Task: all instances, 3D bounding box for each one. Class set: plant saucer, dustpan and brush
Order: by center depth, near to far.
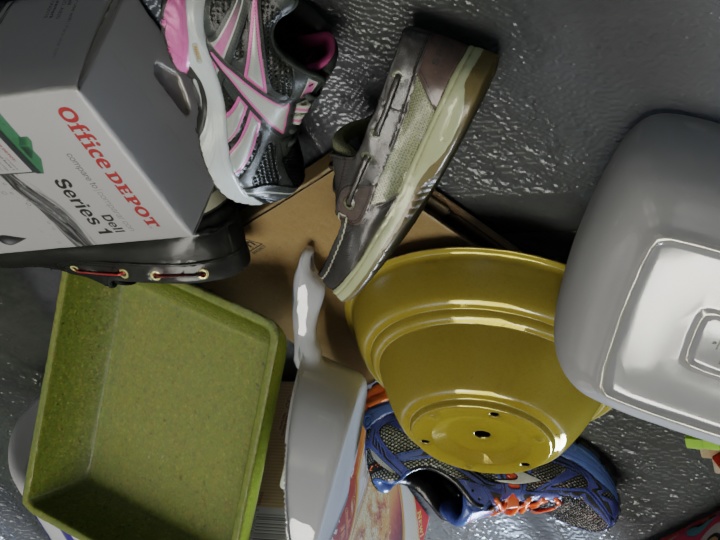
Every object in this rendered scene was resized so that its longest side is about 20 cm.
[{"bbox_3d":[-0.028,0.080,1.706,0.057,0.140,0.201,14,114,6],"label":"dustpan and brush"},{"bbox_3d":[-0.126,0.096,1.756,0.199,0.201,0.048,23,-162,38],"label":"plant saucer"}]

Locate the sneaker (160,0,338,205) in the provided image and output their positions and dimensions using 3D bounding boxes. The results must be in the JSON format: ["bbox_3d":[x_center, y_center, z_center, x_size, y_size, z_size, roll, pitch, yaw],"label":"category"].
[{"bbox_3d":[-0.052,-0.108,1.526,0.086,0.081,0.200,-3,148,12],"label":"sneaker"}]

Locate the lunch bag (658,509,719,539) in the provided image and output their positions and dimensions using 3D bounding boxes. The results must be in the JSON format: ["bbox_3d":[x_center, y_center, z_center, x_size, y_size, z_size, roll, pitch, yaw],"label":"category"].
[{"bbox_3d":[0.293,0.239,1.863,0.176,0.082,0.200,25,148,-17],"label":"lunch bag"}]

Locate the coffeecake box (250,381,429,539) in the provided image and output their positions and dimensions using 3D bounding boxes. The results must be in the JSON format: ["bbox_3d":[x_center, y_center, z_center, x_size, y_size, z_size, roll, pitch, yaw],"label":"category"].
[{"bbox_3d":[-0.032,0.192,1.862,0.073,0.154,0.200,0,148,24],"label":"coffeecake box"}]

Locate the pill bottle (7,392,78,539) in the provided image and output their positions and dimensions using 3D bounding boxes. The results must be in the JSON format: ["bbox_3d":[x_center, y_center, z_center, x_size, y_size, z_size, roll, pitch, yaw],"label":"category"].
[{"bbox_3d":[-0.170,0.175,1.950,0.119,0.120,0.200,4,144,20],"label":"pill bottle"}]

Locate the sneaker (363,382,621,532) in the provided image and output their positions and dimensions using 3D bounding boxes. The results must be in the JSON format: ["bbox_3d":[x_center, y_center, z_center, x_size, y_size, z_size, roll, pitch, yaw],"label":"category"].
[{"bbox_3d":[0.085,0.144,1.812,0.199,0.079,0.075,20,150,-15],"label":"sneaker"}]

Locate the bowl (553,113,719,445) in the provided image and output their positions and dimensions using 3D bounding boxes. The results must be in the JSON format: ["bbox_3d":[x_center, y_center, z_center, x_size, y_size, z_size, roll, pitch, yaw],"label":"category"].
[{"bbox_3d":[0.215,0.025,1.537,0.199,0.075,0.200,19,129,2],"label":"bowl"}]

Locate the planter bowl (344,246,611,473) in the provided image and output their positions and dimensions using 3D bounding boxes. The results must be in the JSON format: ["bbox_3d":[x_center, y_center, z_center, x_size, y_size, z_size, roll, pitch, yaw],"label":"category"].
[{"bbox_3d":[0.081,0.072,1.678,0.200,0.084,0.201,9,150,5],"label":"planter bowl"}]

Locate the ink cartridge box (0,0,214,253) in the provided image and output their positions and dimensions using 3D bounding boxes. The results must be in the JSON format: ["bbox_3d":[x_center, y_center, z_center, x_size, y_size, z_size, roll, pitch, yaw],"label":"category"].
[{"bbox_3d":[-0.201,-0.086,1.617,0.199,0.085,0.146,-4,141,31],"label":"ink cartridge box"}]

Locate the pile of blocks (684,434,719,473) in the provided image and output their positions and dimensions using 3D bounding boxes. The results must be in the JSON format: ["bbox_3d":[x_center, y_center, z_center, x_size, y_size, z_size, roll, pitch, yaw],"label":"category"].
[{"bbox_3d":[0.242,0.080,1.665,0.082,0.062,0.200,19,146,-1],"label":"pile of blocks"}]

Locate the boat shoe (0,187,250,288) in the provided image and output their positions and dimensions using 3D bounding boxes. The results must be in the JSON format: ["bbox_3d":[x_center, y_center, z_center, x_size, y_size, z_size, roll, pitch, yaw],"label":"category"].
[{"bbox_3d":[-0.161,-0.017,1.696,0.201,0.074,0.063,-5,115,32],"label":"boat shoe"}]

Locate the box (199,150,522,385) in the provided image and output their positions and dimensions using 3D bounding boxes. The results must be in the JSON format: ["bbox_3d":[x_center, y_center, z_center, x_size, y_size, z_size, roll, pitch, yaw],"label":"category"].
[{"bbox_3d":[0.000,0.000,1.702,0.163,0.021,0.200,33,143,-23],"label":"box"}]

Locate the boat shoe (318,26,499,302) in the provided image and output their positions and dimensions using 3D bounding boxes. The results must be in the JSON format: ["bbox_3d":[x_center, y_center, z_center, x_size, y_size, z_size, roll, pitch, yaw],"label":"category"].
[{"bbox_3d":[0.015,-0.065,1.554,0.066,0.072,0.201,33,133,3],"label":"boat shoe"}]
